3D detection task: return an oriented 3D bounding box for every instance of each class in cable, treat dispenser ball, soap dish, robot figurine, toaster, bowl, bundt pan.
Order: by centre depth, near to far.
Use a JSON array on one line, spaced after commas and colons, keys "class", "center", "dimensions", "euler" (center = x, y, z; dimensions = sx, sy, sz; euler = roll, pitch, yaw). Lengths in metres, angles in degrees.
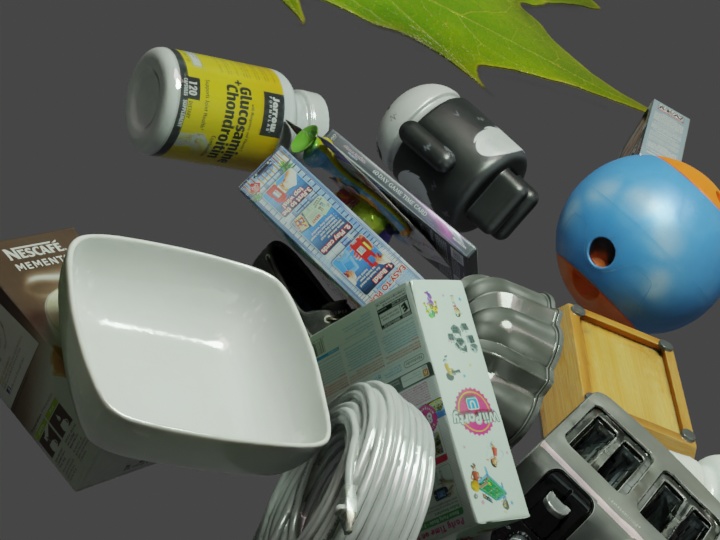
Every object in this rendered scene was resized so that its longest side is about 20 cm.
[{"class": "cable", "center": [-0.015, 0.178, 1.178], "dimensions": [0.069, 0.200, 0.200], "euler": [29, 49, -13]}, {"class": "bowl", "center": [-0.135, 0.072, 1.188], "dimensions": [0.199, 0.075, 0.200], "euler": [13, 39, -30]}, {"class": "toaster", "center": [0.209, 0.219, 1.356], "dimensions": [0.181, 0.119, 0.200], "euler": [45, 27, 10]}, {"class": "bundt pan", "center": [0.085, 0.089, 1.382], "dimensions": [0.076, 0.202, 0.202], "euler": [30, 29, -20]}, {"class": "soap dish", "center": [0.254, 0.128, 1.601], "dimensions": [0.157, 0.081, 0.200], "euler": [22, 32, -14]}, {"class": "treat dispenser ball", "center": [0.319, -0.029, 1.772], "dimensions": [0.201, 0.201, 0.201], "euler": [22, 31, -14]}, {"class": "robot figurine", "center": [0.107, -0.122, 1.806], "dimensions": [0.125, 0.150, 0.200], "euler": [-34, 66, -26]}]

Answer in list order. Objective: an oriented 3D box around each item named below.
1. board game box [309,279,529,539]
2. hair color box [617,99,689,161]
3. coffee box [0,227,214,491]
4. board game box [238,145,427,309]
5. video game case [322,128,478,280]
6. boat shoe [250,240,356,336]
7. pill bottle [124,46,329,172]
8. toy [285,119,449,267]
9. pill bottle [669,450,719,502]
[{"class": "board game box", "center": [0.040, 0.126, 1.285], "dimensions": [0.064, 0.147, 0.200], "euler": [0, 68, -42]}, {"class": "hair color box", "center": [0.376, -0.139, 2.081], "dimensions": [0.061, 0.099, 0.200], "euler": [30, 30, 1]}, {"class": "coffee box", "center": [-0.228, 0.066, 1.261], "dimensions": [0.200, 0.080, 0.114], "euler": [46, 33, 22]}, {"class": "board game box", "center": [0.000, 0.000, 1.512], "dimensions": [0.200, 0.062, 0.200], "euler": [43, -4, 32]}, {"class": "video game case", "center": [0.044, -0.059, 1.668], "dimensions": [0.200, 0.019, 0.143], "euler": [41, -9, 15]}, {"class": "boat shoe", "center": [-0.034, 0.048, 1.483], "dimensions": [0.070, 0.066, 0.200], "euler": [-7, 47, -45]}, {"class": "pill bottle", "center": [-0.137, -0.163, 1.660], "dimensions": [0.200, 0.112, 0.112], "euler": [7, 38, -33]}, {"class": "toy", "center": [-0.004, -0.067, 1.632], "dimensions": [0.200, 0.047, 0.115], "euler": [49, -9, -30]}, {"class": "pill bottle", "center": [0.363, 0.240, 1.499], "dimensions": [0.200, 0.111, 0.111], "euler": [21, 31, -15]}]
